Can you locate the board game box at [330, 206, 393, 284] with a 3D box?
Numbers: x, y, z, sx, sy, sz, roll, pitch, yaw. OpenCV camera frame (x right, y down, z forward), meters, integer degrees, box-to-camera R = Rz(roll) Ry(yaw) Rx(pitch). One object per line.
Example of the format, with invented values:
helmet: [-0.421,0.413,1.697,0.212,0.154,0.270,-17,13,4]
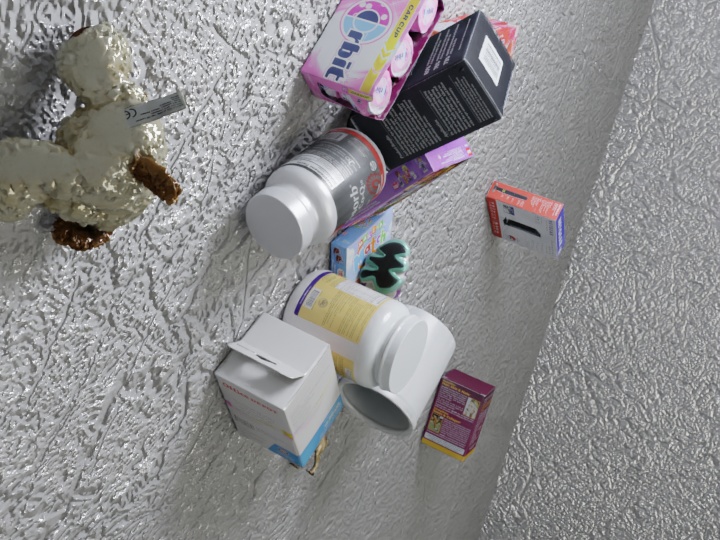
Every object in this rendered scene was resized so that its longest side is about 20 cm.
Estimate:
board game box: [0.000,0.000,1.493,0.151,0.036,0.201,-44,147,-42]

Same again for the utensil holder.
utensil holder: [0.074,0.192,1.664,0.201,0.169,0.171,-55,154,-30]

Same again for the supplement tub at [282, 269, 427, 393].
supplement tub: [-0.009,0.097,1.353,0.145,0.199,0.146,-47,150,-38]

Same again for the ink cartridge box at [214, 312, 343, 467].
ink cartridge box: [-0.118,0.172,1.275,0.125,0.128,0.201,-53,154,-31]

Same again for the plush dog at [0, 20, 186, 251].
plush dog: [-0.230,-0.100,0.798,0.201,0.160,0.172,-61,-176,-10]

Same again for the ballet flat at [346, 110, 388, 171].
ballet flat: [0.032,-0.200,1.347,0.200,0.066,0.057,42,62,-67]

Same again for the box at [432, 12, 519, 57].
box: [0.184,-0.375,1.475,0.200,0.102,0.095,-36,143,-52]

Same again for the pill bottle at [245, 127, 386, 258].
pill bottle: [-0.060,-0.105,1.168,0.200,0.115,0.117,-44,148,-43]

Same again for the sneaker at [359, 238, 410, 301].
sneaker: [0.046,0.036,1.495,0.201,0.077,0.140,-62,159,13]

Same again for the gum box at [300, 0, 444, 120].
gum box: [0.016,-0.307,1.152,0.201,0.113,0.066,-62,156,-13]

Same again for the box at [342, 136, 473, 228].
box: [0.066,-0.137,1.346,0.199,0.039,0.137,-30,178,38]

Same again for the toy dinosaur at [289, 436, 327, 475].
toy dinosaur: [-0.084,0.322,1.576,0.102,0.058,0.200,-60,156,-19]

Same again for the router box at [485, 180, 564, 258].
router box: [0.403,-0.122,2.077,0.049,0.178,0.200,-60,155,-17]

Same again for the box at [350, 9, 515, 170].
box: [0.104,-0.255,1.223,0.104,0.199,0.149,50,39,-26]

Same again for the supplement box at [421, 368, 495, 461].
supplement box: [0.261,0.386,2.293,0.103,0.130,0.202,-14,124,-63]
